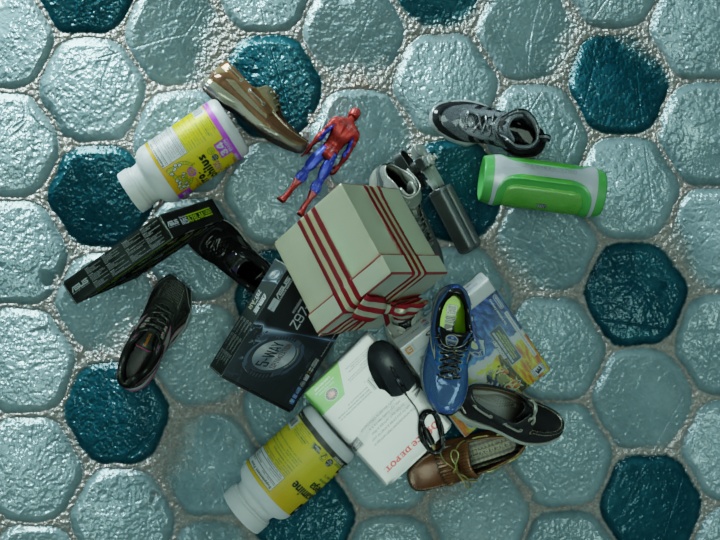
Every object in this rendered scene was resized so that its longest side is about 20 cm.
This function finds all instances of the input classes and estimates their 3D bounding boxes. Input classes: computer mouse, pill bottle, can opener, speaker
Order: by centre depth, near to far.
[{"bbox_3d":[0.074,0.198,1.696,0.058,0.034,0.201,-34,89,-7],"label":"computer mouse"},{"bbox_3d":[-0.116,0.320,1.733,0.200,0.112,0.113,-42,91,-1],"label":"pill bottle"},{"bbox_3d":[-0.285,-0.178,1.738,0.199,0.104,0.105,-34,90,-1],"label":"pill bottle"},{"bbox_3d":[0.293,-0.137,1.766,0.198,0.088,0.089,7,89,-2],"label":"speaker"},{"bbox_3d":[0.128,-0.116,1.785,0.066,0.053,0.201,-32,89,32],"label":"can opener"}]

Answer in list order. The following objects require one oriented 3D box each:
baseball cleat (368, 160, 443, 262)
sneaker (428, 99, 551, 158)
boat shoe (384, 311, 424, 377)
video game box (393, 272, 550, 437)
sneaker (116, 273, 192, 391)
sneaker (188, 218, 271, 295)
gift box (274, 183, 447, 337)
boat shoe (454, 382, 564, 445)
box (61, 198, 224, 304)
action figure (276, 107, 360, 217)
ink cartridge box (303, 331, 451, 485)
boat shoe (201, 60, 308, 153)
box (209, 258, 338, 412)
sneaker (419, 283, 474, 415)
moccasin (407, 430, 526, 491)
[{"bbox_3d":[0.080,-0.080,1.747,0.070,0.106,0.201,-35,93,-21],"label":"baseball cleat"},{"bbox_3d":[0.211,-0.235,1.750,0.198,0.114,0.076,15,88,-2],"label":"sneaker"},{"bbox_3d":[0.072,0.081,1.766,0.071,0.066,0.202,-20,90,-2],"label":"boat shoe"},{"bbox_3d":[0.180,0.136,1.750,0.182,0.047,0.201,-37,110,0],"label":"video game box"},{"bbox_3d":[-0.329,0.105,1.742,0.080,0.086,0.202,22,88,-3],"label":"sneaker"},{"bbox_3d":[-0.204,-0.027,1.747,0.199,0.088,0.076,37,88,-1],"label":"sneaker"},{"bbox_3d":[0.000,0.000,1.658,0.200,0.184,0.188,-43,67,33],"label":"gift box"},{"bbox_3d":[0.243,0.223,1.723,0.198,0.060,0.074,20,55,-15],"label":"boat shoe"},{"bbox_3d":[-0.327,-0.032,1.663,0.199,0.193,0.048,-32,89,20],"label":"box"},{"bbox_3d":[-0.059,-0.183,1.774,0.065,0.052,0.201,36,83,-7],"label":"action figure"},{"bbox_3d":[0.027,0.220,1.753,0.145,0.084,0.200,-42,90,-2],"label":"ink cartridge box"},{"bbox_3d":[-0.162,-0.266,1.760,0.199,0.076,0.072,37,86,-3],"label":"boat shoe"},{"bbox_3d":[-0.122,0.105,1.728,0.160,0.043,0.201,34,87,-39],"label":"box"},{"bbox_3d":[0.131,0.118,1.649,0.078,0.089,0.202,2,85,3],"label":"sneaker"},{"bbox_3d":[0.172,0.309,1.760,0.199,0.078,0.074,-14,92,-2],"label":"moccasin"}]
